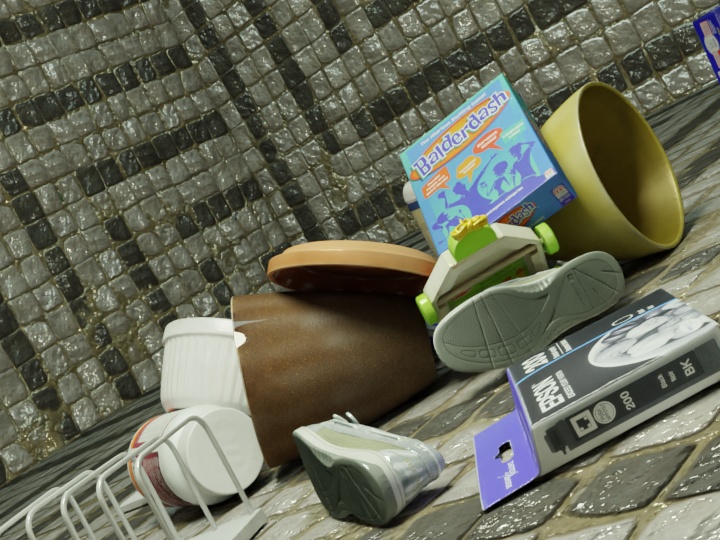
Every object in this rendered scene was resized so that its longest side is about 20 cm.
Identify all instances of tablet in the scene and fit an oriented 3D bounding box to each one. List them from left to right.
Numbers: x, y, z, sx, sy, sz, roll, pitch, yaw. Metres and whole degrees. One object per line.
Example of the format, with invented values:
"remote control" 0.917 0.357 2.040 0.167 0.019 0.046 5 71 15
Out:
"tablet" -0.240 0.272 1.698 0.129 0.014 0.200 -26 6 40

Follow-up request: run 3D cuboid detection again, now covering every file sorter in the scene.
"file sorter" -0.217 0.240 1.121 0.198 0.126 0.139 -28 3 25

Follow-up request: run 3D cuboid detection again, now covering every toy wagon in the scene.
"toy wagon" 0.129 0.008 1.235 0.154 0.201 0.040 -30 44 -3

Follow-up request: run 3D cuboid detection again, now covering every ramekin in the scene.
"ramekin" -0.152 0.139 1.502 0.197 0.107 0.200 8 -18 2

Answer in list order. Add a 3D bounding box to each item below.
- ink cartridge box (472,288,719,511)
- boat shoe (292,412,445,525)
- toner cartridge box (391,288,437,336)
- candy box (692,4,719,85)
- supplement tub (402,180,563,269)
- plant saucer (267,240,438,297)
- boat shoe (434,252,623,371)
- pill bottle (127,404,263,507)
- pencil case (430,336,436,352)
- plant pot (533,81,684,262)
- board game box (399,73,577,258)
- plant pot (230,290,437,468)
"ink cartridge box" 0.163 0.087 0.903 0.198 0.044 0.198 -31 4 5
"boat shoe" 0.000 0.158 1.000 0.064 0.075 0.202 -24 6 -21
"toner cartridge box" -0.005 0.061 1.475 0.198 0.044 0.094 -10 -16 36
"candy box" 0.837 -0.512 2.663 0.199 0.171 0.077 -31 8 -30
"supplement tub" 0.154 -0.047 1.474 0.143 0.202 0.144 -29 5 3
"plant saucer" 0.000 0.000 1.299 0.197 0.033 0.200 3 -12 1
"boat shoe" 0.160 0.042 1.191 0.200 0.075 0.065 -27 -3 -14
"pill bottle" -0.186 0.210 1.378 0.109 0.111 0.199 -31 5 -29
"pencil case" 0.104 0.043 1.572 0.078 0.087 0.200 -45 -2 16
"plant pot" 0.249 -0.087 1.371 0.141 0.202 0.200 -30 2 36
"board game box" 0.131 -0.103 1.312 0.152 0.045 0.201 -38 37 16
"plant pot" -0.023 0.098 1.320 0.197 0.190 0.187 -13 4 -1
